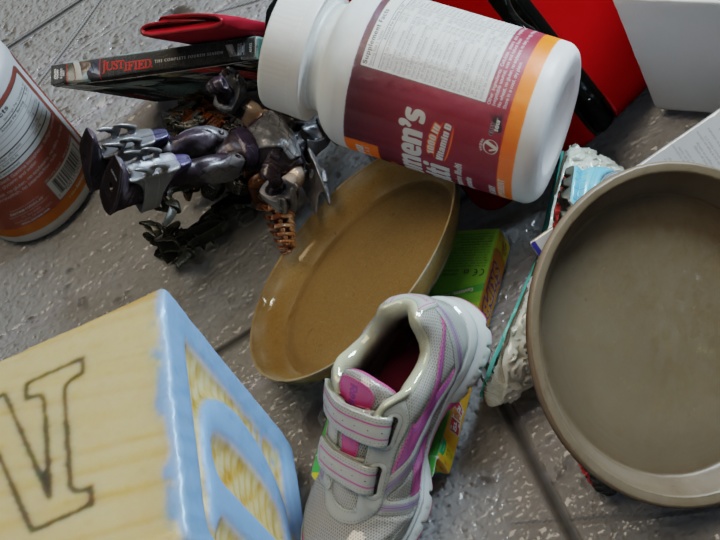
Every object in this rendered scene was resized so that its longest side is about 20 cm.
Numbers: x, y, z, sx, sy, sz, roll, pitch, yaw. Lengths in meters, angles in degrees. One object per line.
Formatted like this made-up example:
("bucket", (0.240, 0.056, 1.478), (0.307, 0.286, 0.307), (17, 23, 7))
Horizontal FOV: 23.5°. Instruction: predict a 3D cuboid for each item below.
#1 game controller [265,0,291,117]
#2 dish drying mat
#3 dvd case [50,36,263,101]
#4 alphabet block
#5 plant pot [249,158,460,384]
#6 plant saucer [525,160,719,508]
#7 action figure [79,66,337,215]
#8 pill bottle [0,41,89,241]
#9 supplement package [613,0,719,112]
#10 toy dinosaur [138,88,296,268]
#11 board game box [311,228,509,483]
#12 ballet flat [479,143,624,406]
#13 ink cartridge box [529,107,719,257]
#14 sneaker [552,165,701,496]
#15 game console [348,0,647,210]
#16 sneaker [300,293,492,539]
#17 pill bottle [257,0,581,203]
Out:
("game controller", (-0.034, -0.209, 1.303), (0.042, 0.105, 0.201), (12, 46, 4))
("dish drying mat", (-0.084, -0.183, 1.350), (0.076, 0.199, 0.018), (-1, 90, 29))
("dvd case", (-0.127, -0.159, 1.390), (0.198, 0.145, 0.022), (-5, 88, 30))
("alphabet block", (-0.156, 0.169, 1.067), (0.198, 0.196, 0.198), (-23, 44, 11))
("plant pot", (0.000, 0.000, 1.216), (0.199, 0.027, 0.201), (-36, 30, 25))
("plant saucer", (0.184, 0.038, 1.018), (0.201, 0.200, 0.029), (-51, 11, -15))
("action figure", (-0.100, -0.087, 1.269), (0.198, 0.070, 0.130), (-13, 47, -27))
("pill bottle", (-0.313, -0.124, 1.424), (0.111, 0.200, 0.113), (-17, 47, 19))
("supplement package", (0.288, -0.181, 1.154), (0.198, 0.117, 0.118), (8, 60, 32))
("toy dinosaur", (-0.110, -0.076, 1.344), (0.135, 0.103, 0.200), (-31, 25, -15))
("board game box", (0.035, 0.060, 1.183), (0.095, 0.030, 0.202), (-3, 51, 31))
("ballet flat", (0.137, 0.004, 1.143), (0.071, 0.072, 0.202), (3, 59, 33))
("ink cartridge box", (0.215, -0.035, 1.109), (0.199, 0.037, 0.095), (-34, 83, 0))
("sneaker", (0.167, 0.035, 1.054), (0.094, 0.079, 0.203), (-1, 86, 3))
("game console", (0.103, -0.178, 1.240), (0.172, 0.201, 0.119), (-37, 5, 26))
("sneaker", (0.006, 0.098, 1.084), (0.081, 0.088, 0.202), (15, 80, 35))
("pill bottle", (0.039, -0.124, 1.153), (0.198, 0.110, 0.110), (18, 63, 14))
